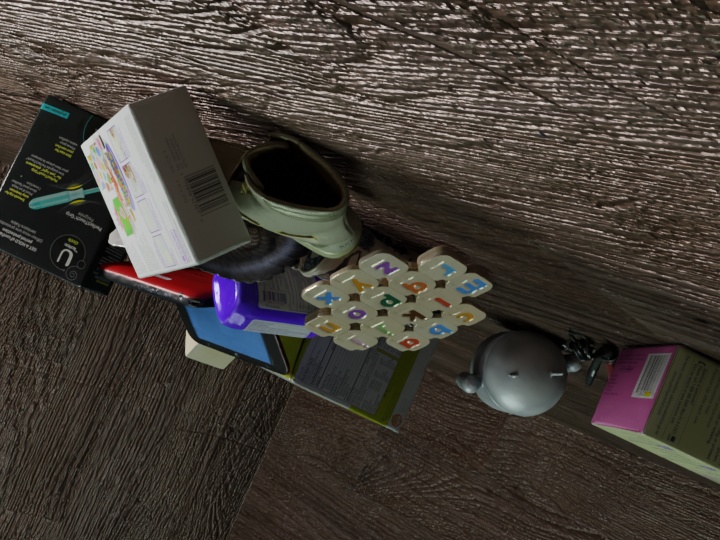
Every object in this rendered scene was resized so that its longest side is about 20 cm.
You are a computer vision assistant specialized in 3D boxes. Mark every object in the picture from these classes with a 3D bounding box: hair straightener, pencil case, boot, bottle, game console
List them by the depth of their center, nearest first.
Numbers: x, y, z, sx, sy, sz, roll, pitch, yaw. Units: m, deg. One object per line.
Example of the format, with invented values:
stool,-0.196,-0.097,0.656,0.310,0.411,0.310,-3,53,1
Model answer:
boot,-0.093,-0.085,0.926,0.199,0.072,0.155,27,172,8
pencil case,0.020,0.007,1.167,0.199,0.089,0.078,27,-150,-31
bottle,-0.070,0.035,1.183,0.199,0.084,0.065,9,140,-35
hair straightener,0.280,0.113,1.267,0.076,0.041,0.200,22,174,21
game console,-0.206,0.061,1.271,0.199,0.120,0.172,14,-168,40

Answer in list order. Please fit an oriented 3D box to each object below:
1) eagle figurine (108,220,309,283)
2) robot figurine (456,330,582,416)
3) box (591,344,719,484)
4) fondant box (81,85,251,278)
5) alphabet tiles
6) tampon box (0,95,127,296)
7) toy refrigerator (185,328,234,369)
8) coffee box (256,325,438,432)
eagle figurine,-0.160,-0.065,1.118,0.199,0.153,0.151,32,151,-21
robot figurine,0.216,0.139,1.409,0.168,0.114,0.200,-14,177,-5
box,0.370,0.162,1.074,0.199,0.097,0.176,26,174,0
fondant box,-0.184,-0.074,0.946,0.200,0.058,0.145,-9,105,62
alphabet tiles,0.039,0.034,1.117,0.199,0.015,0.195,-28,141,30
tampon box,-0.362,-0.091,1.316,0.149,0.201,0.126,24,174,4
toy refrigerator,-0.161,0.046,1.407,0.070,0.076,0.200,23,131,-30
coffee box,-0.028,0.080,1.450,0.197,0.201,0.199,28,172,-31
